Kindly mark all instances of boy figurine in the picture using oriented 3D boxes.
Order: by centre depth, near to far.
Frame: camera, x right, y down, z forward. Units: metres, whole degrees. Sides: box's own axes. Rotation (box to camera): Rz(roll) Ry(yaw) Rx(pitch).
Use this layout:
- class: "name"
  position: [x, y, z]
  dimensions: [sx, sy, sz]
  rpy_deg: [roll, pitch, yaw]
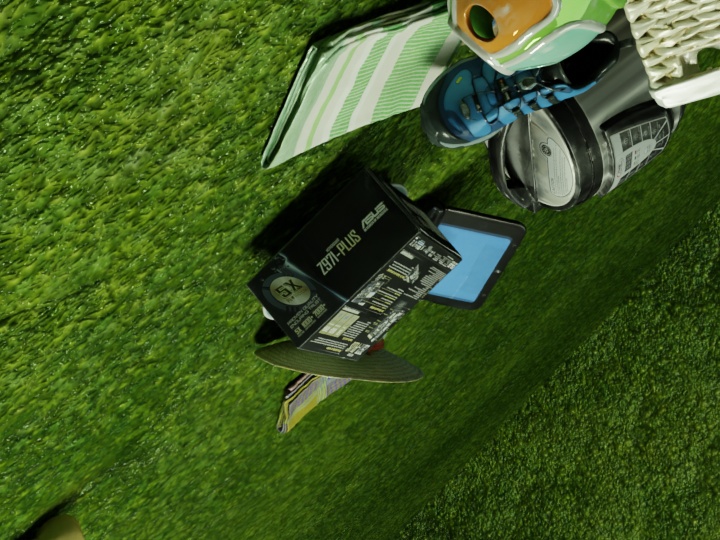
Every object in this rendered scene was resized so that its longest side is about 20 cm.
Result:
- class: "boy figurine"
  position: [-0.382, 0.349, 1.425]
  dimensions: [0.199, 0.065, 0.124]
  rpy_deg: [-38, 161, -3]

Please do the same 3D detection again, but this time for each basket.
- class: "basket"
  position: [0.311, -0.266, 1.162]
  dimensions: [0.134, 0.124, 0.202]
  rpy_deg: [-14, -140, 25]

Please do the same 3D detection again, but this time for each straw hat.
- class: "straw hat"
  position: [-0.018, 0.064, 1.463]
  dimensions: [0.200, 0.198, 0.087]
  rpy_deg: [-5, 104, -64]

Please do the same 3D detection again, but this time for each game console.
- class: "game console"
  position: [0.083, 0.016, 1.551]
  dimensions: [0.176, 0.116, 0.201]
  rpy_deg: [-45, 168, -34]

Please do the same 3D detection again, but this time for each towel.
- class: "towel"
  position: [0.014, -0.165, 1.094]
  dimensions: [0.199, 0.023, 0.153]
  rpy_deg: [-28, 160, -37]
- class: "towel"
  position: [-0.036, 0.147, 1.789]
  dimensions: [0.199, 0.023, 0.144]
  rpy_deg: [-35, 162, -23]

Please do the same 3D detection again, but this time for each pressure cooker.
- class: "pressure cooker"
  position: [0.207, -0.159, 1.304]
  dimensions: [0.199, 0.177, 0.178]
  rpy_deg: [-35, -171, -19]

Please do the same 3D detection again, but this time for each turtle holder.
- class: "turtle holder"
  position: [0.135, -0.234, 1.035]
  dimensions: [0.132, 0.140, 0.186]
  rpy_deg: [-50, -164, 18]

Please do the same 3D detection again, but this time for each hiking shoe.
- class: "hiking shoe"
  position: [0.140, -0.171, 1.137]
  dimensions: [0.198, 0.075, 0.087]
  rpy_deg: [-28, -177, -23]

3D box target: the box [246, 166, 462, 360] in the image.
- class: "box"
  position: [0.000, 0.000, 1.290]
  dimensions: [0.164, 0.086, 0.200]
  rpy_deg: [-44, 164, 8]

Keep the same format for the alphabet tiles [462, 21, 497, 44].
- class: "alphabet tiles"
  position: [0.141, -0.271, 1.165]
  dimensions: [0.199, 0.006, 0.167]
  rpy_deg: [-22, 154, -49]

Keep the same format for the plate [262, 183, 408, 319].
- class: "plate"
  position: [-0.031, -0.025, 1.355]
  dimensions: [0.199, 0.026, 0.201]
  rpy_deg: [-38, 163, -13]
